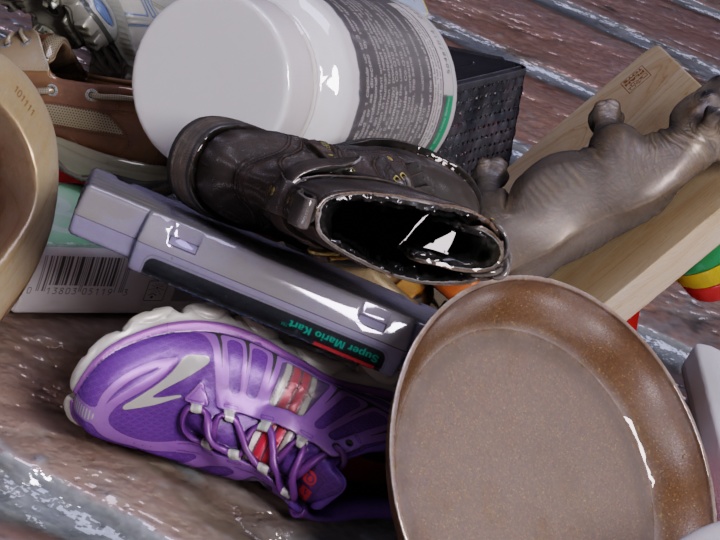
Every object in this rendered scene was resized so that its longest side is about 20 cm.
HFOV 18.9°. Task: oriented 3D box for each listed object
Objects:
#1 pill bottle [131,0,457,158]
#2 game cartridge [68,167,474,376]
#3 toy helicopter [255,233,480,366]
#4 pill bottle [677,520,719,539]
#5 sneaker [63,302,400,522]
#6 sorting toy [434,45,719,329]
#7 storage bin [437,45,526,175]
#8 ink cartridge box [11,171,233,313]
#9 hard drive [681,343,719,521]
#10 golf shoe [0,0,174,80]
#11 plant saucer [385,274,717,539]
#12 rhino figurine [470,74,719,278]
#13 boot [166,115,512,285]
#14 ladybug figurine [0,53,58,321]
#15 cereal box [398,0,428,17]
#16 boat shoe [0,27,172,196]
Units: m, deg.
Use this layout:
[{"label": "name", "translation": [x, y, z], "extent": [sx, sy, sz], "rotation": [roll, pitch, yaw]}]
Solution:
[{"label": "pill bottle", "translation": [-0.034, -0.101, 1.197], "extent": [0.113, 0.113, 0.200], "rotation": [29, 14, 21]}, {"label": "game cartridge", "translation": [-0.047, 0.004, 1.066], "extent": [0.200, 0.038, 0.130], "rotation": [23, 8, -7]}, {"label": "toy helicopter", "translation": [0.000, 0.000, 1.237], "extent": [0.132, 0.079, 0.200], "rotation": [36, 4, -8]}, {"label": "pill bottle", "translation": [0.194, 0.199, 0.893], "extent": [0.111, 0.111, 0.200], "rotation": [6, 26, -31]}, {"label": "sneaker", "translation": [-0.041, 0.075, 1.034], "extent": [0.200, 0.081, 0.083], "rotation": [13, 29, -18]}, {"label": "sorting toy", "translation": [0.146, -0.013, 1.261], "extent": [0.070, 0.200, 0.199], "rotation": [47, 7, -26]}, {"label": "storage bin", "translation": [0.013, -0.095, 1.403], "extent": [0.135, 0.094, 0.200], "rotation": [14, 13, 20]}, {"label": "ink cartridge box", "translation": [-0.169, -0.042, 1.239], "extent": [0.161, 0.050, 0.200], "rotation": [1, 31, -39]}, {"label": "hard drive", "translation": [0.251, 0.117, 1.223], "extent": [0.132, 0.027, 0.200], "rotation": [26, 21, -8]}, {"label": "golf shoe", "translation": [-0.126, -0.138, 1.286], "extent": [0.078, 0.200, 0.097], "rotation": [9, 56, 39]}, {"label": "plant saucer", "translation": [0.084, 0.102, 0.998], "extent": [0.200, 0.032, 0.201], "rotation": [16, 62, -34]}, {"label": "rhino figurine", "translation": [0.139, -0.052, 1.182], "extent": [0.060, 0.200, 0.087], "rotation": [57, 14, -23]}, {"label": "boot", "translation": [0.016, -0.022, 1.038], "extent": [0.200, 0.069, 0.174], "rotation": [7, 9, -35]}, {"label": "ladybug figurine", "translation": [-0.223, -0.029, 1.063], "extent": [0.072, 0.136, 0.200], "rotation": [-12, 31, 35]}, {"label": "cereal box", "translation": [-0.067, -0.204, 1.403], "extent": [0.200, 0.040, 0.144], "rotation": [5, 41, -21]}, {"label": "boat shoe", "translation": [-0.185, -0.102, 1.225], "extent": [0.200, 0.072, 0.076], "rotation": [18, 13, 5]}]
